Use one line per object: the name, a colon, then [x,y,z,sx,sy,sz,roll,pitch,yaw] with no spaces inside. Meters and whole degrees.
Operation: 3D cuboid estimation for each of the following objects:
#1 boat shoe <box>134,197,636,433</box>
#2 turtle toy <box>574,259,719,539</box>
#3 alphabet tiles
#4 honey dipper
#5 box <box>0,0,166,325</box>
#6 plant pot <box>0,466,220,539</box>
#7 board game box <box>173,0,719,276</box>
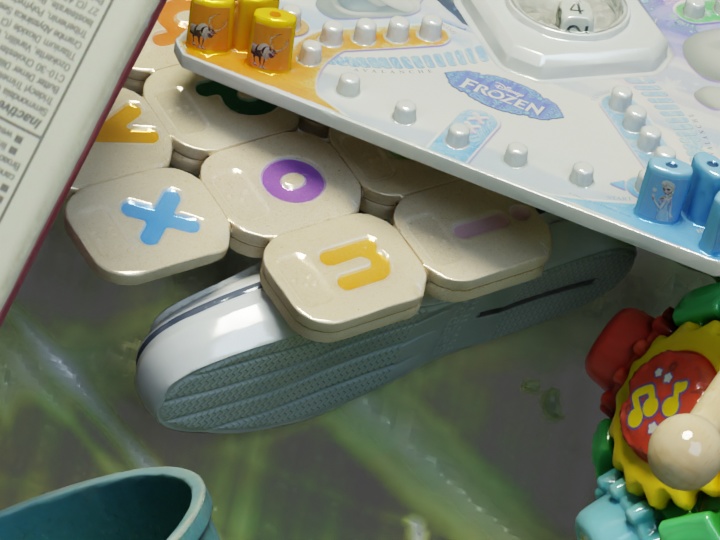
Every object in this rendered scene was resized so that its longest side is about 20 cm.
boat shoe: [0.000,0.000,1.019,0.200,0.074,0.067,-14,63,-37]
turtle toy: [0.132,0.038,1.001,0.101,0.146,0.200,26,59,-39]
alphabet tiles: [-0.026,-0.058,1.003,0.195,0.015,0.200,-18,54,-28]
honey dipper: [0.137,0.002,0.930,0.038,0.038,0.200,45,50,-3]
box: [-0.150,-0.037,0.883,0.128,0.109,0.200,27,92,-5]
plant pot: [-0.092,0.185,0.845,0.200,0.200,0.188,-33,102,-29]
board game box: [0.070,-0.090,1.009,0.200,0.026,0.200,22,38,16]
